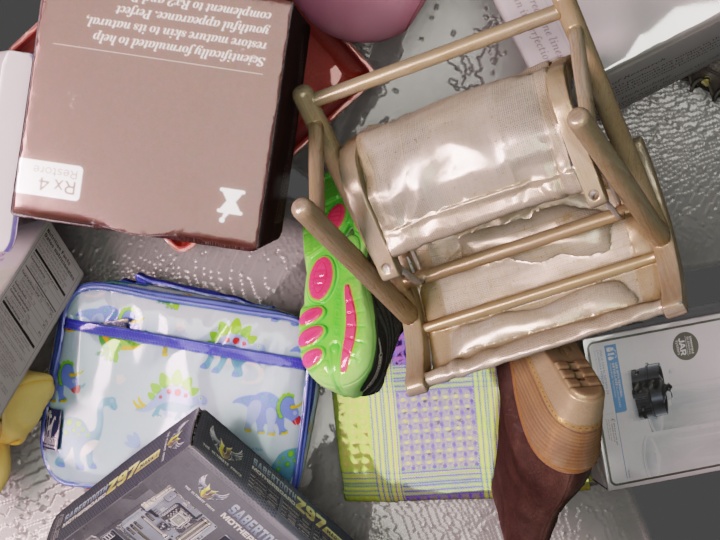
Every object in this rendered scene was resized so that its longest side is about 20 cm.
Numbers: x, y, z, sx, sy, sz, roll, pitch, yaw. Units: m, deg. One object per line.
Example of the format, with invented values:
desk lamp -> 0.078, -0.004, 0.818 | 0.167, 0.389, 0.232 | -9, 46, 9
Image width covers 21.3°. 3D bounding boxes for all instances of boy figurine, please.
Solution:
boy figurine -> -0.300, 0.129, 1.388 | 0.200, 0.064, 0.125 | -25, 78, 29

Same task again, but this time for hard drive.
hard drive -> -0.261, -0.087, 1.348 | 0.025, 0.200, 0.132 | 7, 93, -19

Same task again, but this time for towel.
towel -> 0.080, 0.100, 1.430 | 0.200, 0.023, 0.144 | -5, 93, 3

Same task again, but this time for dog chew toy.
dog chew toy -> -0.037, -0.248, 1.352 | 0.200, 0.125, 0.125 | 31, 93, 0

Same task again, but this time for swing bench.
swing bench -> 0.085, -0.044, 1.248 | 0.199, 0.130, 0.200 | -18, 133, 17

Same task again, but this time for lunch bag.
lunch bag -> -0.132, 0.090, 1.410 | 0.200, 0.082, 0.161 | 11, 90, 1

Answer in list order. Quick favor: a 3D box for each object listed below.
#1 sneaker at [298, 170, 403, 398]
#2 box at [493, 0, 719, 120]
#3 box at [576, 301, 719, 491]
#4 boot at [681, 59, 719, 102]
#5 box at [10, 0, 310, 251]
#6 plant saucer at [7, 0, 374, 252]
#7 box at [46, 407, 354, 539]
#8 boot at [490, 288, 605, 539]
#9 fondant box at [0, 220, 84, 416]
sneaker -> 0.000, 0.000, 1.397 | 0.077, 0.084, 0.200 | 2, 67, 24
box -> 0.182, -0.232, 1.334 | 0.200, 0.131, 0.199 | -26, 78, 7
box -> 0.260, 0.083, 1.392 | 0.200, 0.060, 0.117 | -9, 92, -4
boot -> 0.302, -0.111, 1.398 | 0.174, 0.069, 0.200 | 29, 89, 6
box -> -0.129, -0.108, 1.305 | 0.166, 0.200, 0.165 | 9, 93, 1
plant saucer -> -0.124, -0.150, 1.420 | 0.200, 0.037, 0.200 | -42, 91, 3
box -> -0.102, 0.211, 1.374 | 0.158, 0.051, 0.200 | -38, 112, 26
boot -> 0.112, 0.093, 1.369 | 0.072, 0.200, 0.167 | 3, 128, -17
fondant box -> -0.295, 0.056, 1.335 | 0.144, 0.200, 0.058 | -16, 119, 26
